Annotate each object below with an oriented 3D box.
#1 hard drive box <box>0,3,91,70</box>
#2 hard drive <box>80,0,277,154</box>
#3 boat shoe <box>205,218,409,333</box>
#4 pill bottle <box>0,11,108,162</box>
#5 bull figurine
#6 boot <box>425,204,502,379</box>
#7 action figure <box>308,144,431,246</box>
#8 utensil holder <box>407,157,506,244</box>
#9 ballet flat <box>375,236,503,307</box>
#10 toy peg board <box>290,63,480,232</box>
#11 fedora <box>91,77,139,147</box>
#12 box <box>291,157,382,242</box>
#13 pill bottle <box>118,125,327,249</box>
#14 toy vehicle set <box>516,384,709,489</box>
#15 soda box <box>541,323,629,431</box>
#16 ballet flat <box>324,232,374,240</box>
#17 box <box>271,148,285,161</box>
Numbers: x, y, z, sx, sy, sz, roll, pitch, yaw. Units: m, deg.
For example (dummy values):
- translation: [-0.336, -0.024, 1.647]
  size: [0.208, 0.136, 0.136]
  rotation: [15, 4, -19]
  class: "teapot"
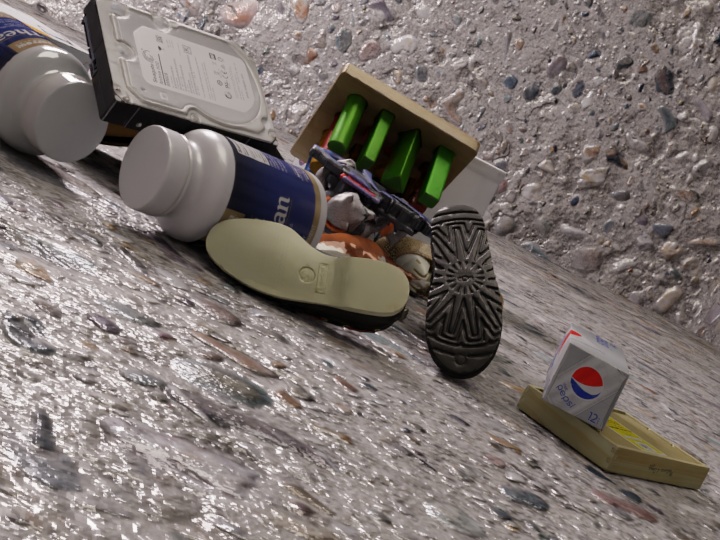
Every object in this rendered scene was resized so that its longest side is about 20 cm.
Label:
- translation: [-0.521, -0.343, 1.674]
  size: [0.199, 0.078, 0.155]
  rotation: [33, 9, 36]
  class: "hard drive box"
- translation: [-0.183, -0.195, 1.147]
  size: [0.198, 0.038, 0.141]
  rotation: [11, 50, -41]
  class: "hard drive"
- translation: [-0.053, 0.009, 1.065]
  size: [0.198, 0.075, 0.063]
  rotation: [17, -27, -2]
  class: "boat shoe"
- translation: [-0.343, -0.186, 1.145]
  size: [0.199, 0.112, 0.110]
  rotation: [33, 11, 38]
  class: "pill bottle"
- translation: [0.000, 0.000, 1.263]
  size: [0.121, 0.066, 0.199]
  rotation: [33, 10, 20]
  class: "bull figurine"
- translation: [0.111, 0.054, 1.212]
  size: [0.078, 0.214, 0.159]
  rotation: [2, -37, 5]
  class: "boot"
- translation: [0.009, -0.055, 1.351]
  size: [0.199, 0.105, 0.193]
  rotation: [35, 3, 12]
  class: "action figure"
- translation: [0.117, -0.105, 1.800]
  size: [0.168, 0.202, 0.170]
  rotation: [26, 7, -4]
  class: "utensil holder"
- translation: [0.103, 0.013, 1.520]
  size: [0.197, 0.071, 0.065]
  rotation: [24, 22, 4]
  class: "ballet flat"
- translation: [0.015, -0.128, 1.436]
  size: [0.198, 0.099, 0.199]
  rotation: [29, -34, -10]
  class: "toy peg board"
- translation: [-0.266, -0.189, 1.310]
  size: [0.197, 0.083, 0.201]
  rotation: [3, 1, 0]
  class: "fedora"
- translation: [-0.027, -0.121, 1.673]
  size: [0.114, 0.134, 0.200]
  rotation: [23, 8, -29]
  class: "box"
- translation: [-0.137, -0.074, 1.115]
  size: [0.198, 0.112, 0.111]
  rotation: [18, 11, -44]
  class: "pill bottle"
- translation: [0.265, 0.174, 1.163]
  size: [0.198, 0.027, 0.124]
  rotation: [19, 11, -45]
  class: "toy vehicle set"
- translation: [0.233, 0.105, 1.159]
  size: [0.068, 0.064, 0.200]
  rotation: [27, 8, 9]
  class: "soda box"
- translation: [-0.055, -0.066, 1.489]
  size: [0.198, 0.070, 0.069]
  rotation: [19, 11, -44]
  class: "ballet flat"
- translation: [-0.154, -0.158, 1.345]
  size: [0.194, 0.047, 0.200]
  rotation: [55, -12, -9]
  class: "box"
